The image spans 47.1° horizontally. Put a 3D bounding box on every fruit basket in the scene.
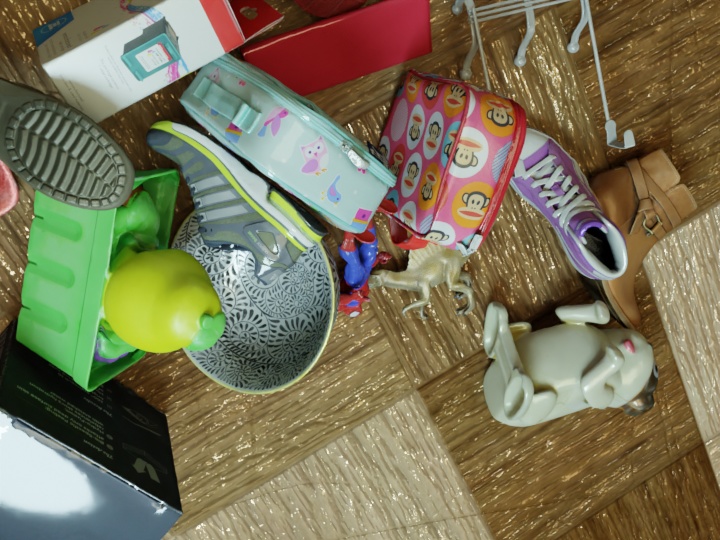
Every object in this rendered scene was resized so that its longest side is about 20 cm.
[{"bbox_3d":[-0.204,0.011,0.768,0.215,0.156,0.216,2,102,11],"label":"fruit basket"}]

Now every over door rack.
[{"bbox_3d":[0.190,-0.207,0.885,0.148,0.067,0.200,-17,91,-13],"label":"over door rack"}]

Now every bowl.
[{"bbox_3d":[-0.093,0.017,0.843,0.201,0.094,0.201,3,97,26],"label":"bowl"}]

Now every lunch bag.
[{"bbox_3d":[0.074,-0.101,0.818,0.082,0.200,0.176,13,106,-20],"label":"lunch bag"},{"bbox_3d":[-0.068,-0.119,0.741,0.077,0.200,0.160,-53,134,1],"label":"lunch bag"}]

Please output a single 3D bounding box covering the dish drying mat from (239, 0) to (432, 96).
[{"bbox_3d":[-0.021,-0.224,0.834,0.200,0.018,0.077,-22,138,-12],"label":"dish drying mat"}]

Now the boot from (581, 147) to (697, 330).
[{"bbox_3d":[0.336,-0.034,0.992,0.155,0.074,0.200,-32,111,0],"label":"boot"}]

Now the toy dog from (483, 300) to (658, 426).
[{"bbox_3d":[0.257,0.126,0.982,0.200,0.140,0.194,-5,131,-8],"label":"toy dog"}]

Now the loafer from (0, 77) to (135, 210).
[{"bbox_3d":[-0.273,-0.117,0.677,0.200,0.067,0.076,32,97,-7],"label":"loafer"}]

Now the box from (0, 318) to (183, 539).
[{"bbox_3d":[-0.290,0.175,0.790,0.197,0.200,0.117,40,92,-25],"label":"box"}]

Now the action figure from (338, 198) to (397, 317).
[{"bbox_3d":[0.000,0.000,0.858,0.052,0.200,0.065,29,62,6],"label":"action figure"}]

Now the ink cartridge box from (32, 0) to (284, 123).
[{"bbox_3d":[-0.181,-0.218,0.735,0.200,0.116,0.067,-31,128,-7],"label":"ink cartridge box"}]

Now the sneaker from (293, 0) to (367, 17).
[{"bbox_3d":[-0.070,-0.314,0.768,0.078,0.116,0.200,-38,157,30],"label":"sneaker"}]

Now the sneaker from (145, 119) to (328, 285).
[{"bbox_3d":[-0.129,-0.065,0.750,0.200,0.074,0.081,38,92,18],"label":"sneaker"}]

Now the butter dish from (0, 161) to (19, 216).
[{"bbox_3d":[-0.421,-0.091,0.686,0.199,0.148,0.200,-25,113,-10],"label":"butter dish"}]

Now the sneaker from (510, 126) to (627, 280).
[{"bbox_3d":[0.227,-0.077,0.897,0.073,0.114,0.201,-38,90,7],"label":"sneaker"}]

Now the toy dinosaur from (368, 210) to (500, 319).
[{"bbox_3d":[0.100,-0.004,0.938,0.200,0.058,0.101,-28,113,-8],"label":"toy dinosaur"}]
